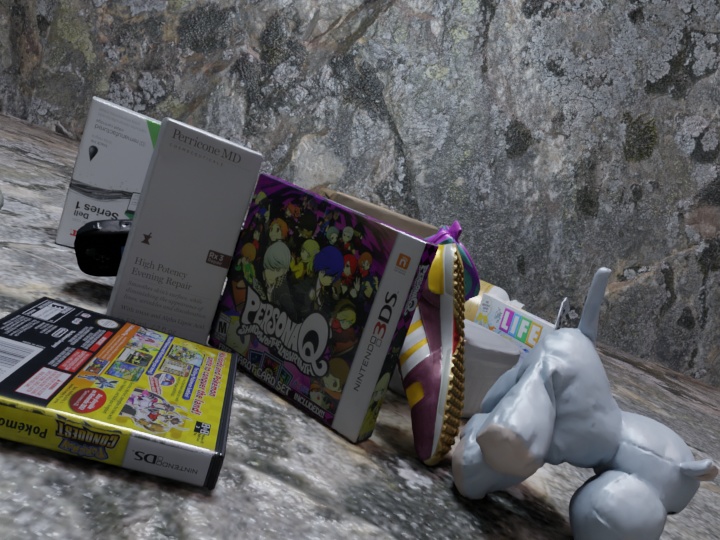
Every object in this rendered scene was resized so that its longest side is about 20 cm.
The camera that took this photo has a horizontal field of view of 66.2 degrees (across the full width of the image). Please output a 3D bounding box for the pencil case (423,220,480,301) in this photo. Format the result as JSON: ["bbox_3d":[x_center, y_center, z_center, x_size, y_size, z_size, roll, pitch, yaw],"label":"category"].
[{"bbox_3d":[0.030,0.024,0.611,0.086,0.195,0.094,-113,179,-56],"label":"pencil case"}]

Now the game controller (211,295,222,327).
[{"bbox_3d":[-0.141,0.054,0.661,0.195,0.043,0.104,22,6,6],"label":"game controller"}]

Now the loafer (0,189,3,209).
[{"bbox_3d":[-0.556,-0.134,0.773,0.196,0.072,0.069,24,7,30],"label":"loafer"}]

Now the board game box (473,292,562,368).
[{"bbox_3d":[0.216,0.126,0.777,0.033,0.139,0.199,16,6,-22],"label":"board game box"}]

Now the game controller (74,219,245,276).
[{"bbox_3d":[-0.219,-0.024,0.637,0.194,0.105,0.043,-3,58,-24],"label":"game controller"}]

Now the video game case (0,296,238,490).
[{"bbox_3d":[-0.181,0.077,0.403,0.176,0.026,0.200,19,5,-13],"label":"video game case"}]

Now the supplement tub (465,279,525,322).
[{"bbox_3d":[0.182,0.083,0.993,0.196,0.149,0.143,22,6,25],"label":"supplement tub"}]

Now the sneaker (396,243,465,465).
[{"bbox_3d":[0.052,0.075,0.526,0.087,0.207,0.075,-1,-20,21],"label":"sneaker"}]

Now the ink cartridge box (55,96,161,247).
[{"bbox_3d":[-0.337,-0.122,0.796,0.142,0.206,0.084,15,10,-29],"label":"ink cartridge box"}]

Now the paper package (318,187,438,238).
[{"bbox_3d":[0.000,0.000,0.849,0.185,0.206,0.103,16,6,-22],"label":"paper package"}]

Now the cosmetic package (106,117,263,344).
[{"bbox_3d":[-0.178,-0.037,0.554,0.099,0.206,0.074,15,6,-27],"label":"cosmetic package"}]

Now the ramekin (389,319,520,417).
[{"bbox_3d":[0.101,0.110,0.721,0.196,0.097,0.202,20,7,-2],"label":"ramekin"}]

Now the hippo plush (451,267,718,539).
[{"bbox_3d":[0.186,0.147,0.467,0.160,0.200,0.160,40,-22,12],"label":"hippo plush"}]

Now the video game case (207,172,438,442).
[{"bbox_3d":[-0.044,0.027,0.520,0.196,0.186,0.035,25,9,28],"label":"video game case"}]
